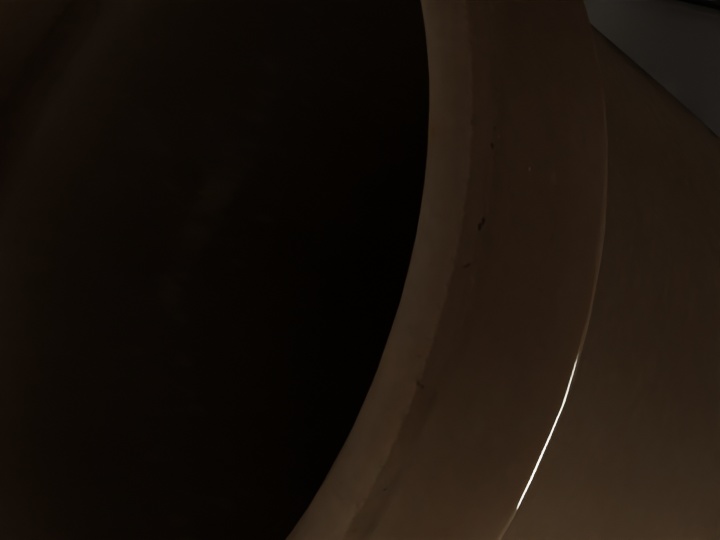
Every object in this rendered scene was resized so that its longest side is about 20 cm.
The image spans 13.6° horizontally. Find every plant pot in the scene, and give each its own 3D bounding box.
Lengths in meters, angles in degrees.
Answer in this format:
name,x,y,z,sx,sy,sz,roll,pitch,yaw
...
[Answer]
name,x,y,z,sx,sy,sz,roll,pitch,yaw
plant pot,0.010,0.016,0.642,0.174,0.201,0.200,20,178,-41

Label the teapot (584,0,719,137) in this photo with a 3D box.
name,x,y,z,sx,sy,sz,roll,pitch,yaw
teapot,0.102,0.017,0.800,0.200,0.147,0.197,19,179,39
